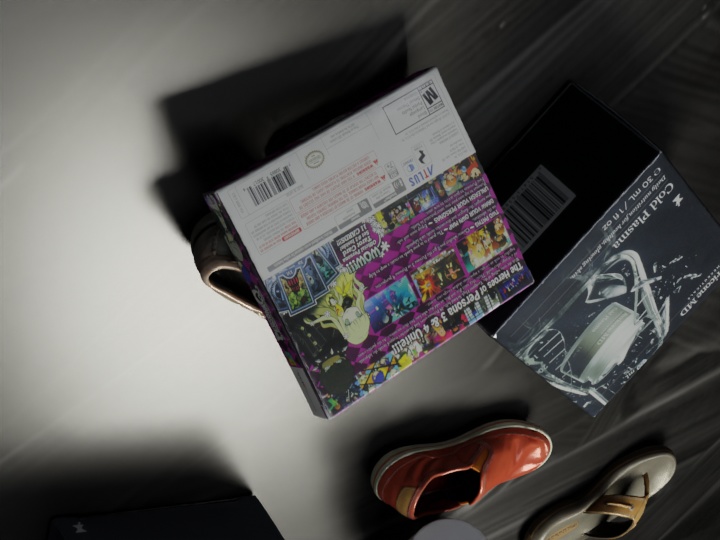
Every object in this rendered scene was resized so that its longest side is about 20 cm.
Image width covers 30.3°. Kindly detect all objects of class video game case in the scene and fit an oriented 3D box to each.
[{"bbox_3d":[0.011,-0.022,0.962,0.199,0.036,0.183,-32,103,-22],"label":"video game case"}]

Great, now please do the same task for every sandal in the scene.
[{"bbox_3d":[0.269,0.264,1.454,0.198,0.055,0.082,-27,135,-16],"label":"sandal"}]

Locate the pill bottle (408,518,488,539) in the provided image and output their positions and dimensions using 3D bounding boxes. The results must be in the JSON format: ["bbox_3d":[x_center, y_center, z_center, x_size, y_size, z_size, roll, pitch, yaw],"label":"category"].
[{"bbox_3d":[0.085,0.312,1.281,0.110,0.111,0.201,-29,153,-13],"label":"pill bottle"}]

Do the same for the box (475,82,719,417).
[{"bbox_3d":[0.190,-0.013,1.132,0.200,0.124,0.196,-48,139,6],"label":"box"}]

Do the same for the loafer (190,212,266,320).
[{"bbox_3d":[-0.040,0.027,0.992,0.198,0.063,0.072,28,119,-22],"label":"loafer"}]

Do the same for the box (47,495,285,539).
[{"bbox_3d":[-0.173,0.312,1.129,0.195,0.118,0.202,-1,122,-35],"label":"box"}]

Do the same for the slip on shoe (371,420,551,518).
[{"bbox_3d":[0.105,0.194,1.266,0.198,0.061,0.075,-8,126,-33],"label":"slip on shoe"}]
